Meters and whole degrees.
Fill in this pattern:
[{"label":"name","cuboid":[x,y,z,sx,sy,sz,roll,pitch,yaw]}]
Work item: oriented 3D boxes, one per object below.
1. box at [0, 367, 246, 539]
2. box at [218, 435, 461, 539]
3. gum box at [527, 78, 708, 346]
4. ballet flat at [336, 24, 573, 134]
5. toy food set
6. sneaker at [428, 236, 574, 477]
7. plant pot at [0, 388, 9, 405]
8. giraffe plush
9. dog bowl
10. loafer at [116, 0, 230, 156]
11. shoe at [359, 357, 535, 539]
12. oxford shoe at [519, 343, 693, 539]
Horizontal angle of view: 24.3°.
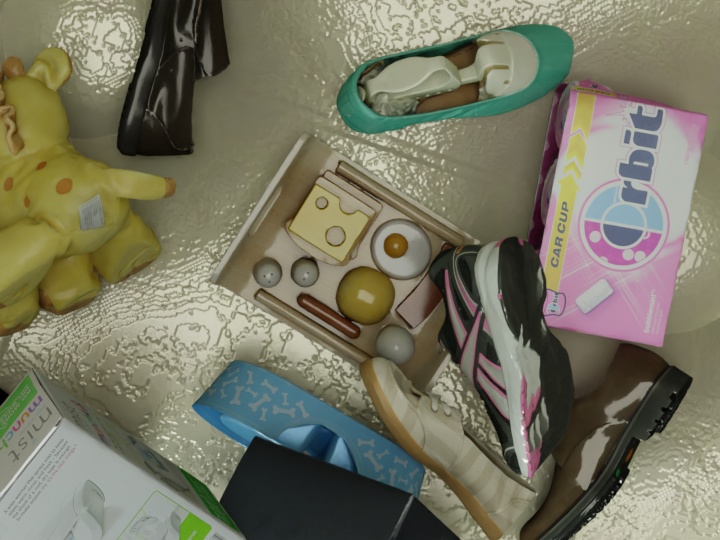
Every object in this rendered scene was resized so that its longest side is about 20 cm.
[{"label":"box","cuboid":[-0.214,0.204,1.155,0.176,0.097,0.200,38,90,-30]},{"label":"box","cuboid":[-0.006,0.224,1.264,0.148,0.200,0.105,17,71,30]},{"label":"gum box","cuboid":[0.201,-0.049,1.345,0.113,0.066,0.201,10,96,-6]},{"label":"ballet flat","cuboid":[0.079,-0.153,1.321,0.199,0.070,0.068,-15,83,-3]},{"label":"toy food set","cuboid":[0.000,0.000,1.339,0.200,0.060,0.144,32,93,-8]},{"label":"sneaker","cuboid":[0.107,0.063,1.309,0.086,0.080,0.201,5,115,38]},{"label":"plant pot","cuboid":[-0.282,0.217,1.286,0.177,0.200,0.200,32,93,-20]},{"label":"giraffe plush","cuboid":[-0.252,-0.071,1.274,0.172,0.200,0.162,-24,72,-31]},{"label":"dog bowl","cuboid":[-0.036,0.136,1.331,0.200,0.111,0.050,30,75,-7]},{"label":"loafer","cuboid":[-0.134,-0.181,1.311,0.071,0.073,0.201,16,103,-11]},{"label":"shoe","cuboid":[0.069,0.132,1.322,0.053,0.070,0.200,-36,118,8]},{"label":"oxford shoe","cuboid":[0.184,0.147,1.375,0.084,0.073,0.200,35,96,17]}]
